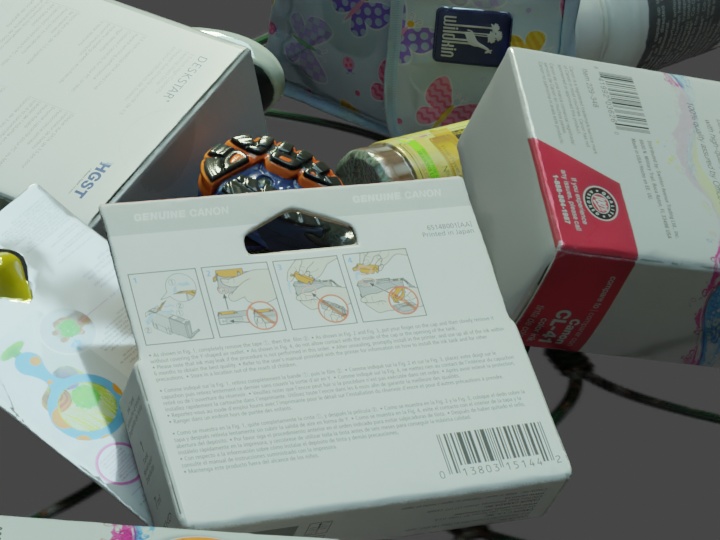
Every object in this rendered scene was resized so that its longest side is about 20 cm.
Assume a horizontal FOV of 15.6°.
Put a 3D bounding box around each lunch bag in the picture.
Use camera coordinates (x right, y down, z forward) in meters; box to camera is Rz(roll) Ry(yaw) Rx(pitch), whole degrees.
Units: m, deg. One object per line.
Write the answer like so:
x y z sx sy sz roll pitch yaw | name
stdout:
0.045 -0.170 1.629 0.199 0.170 0.127 25 32 30 | lunch bag

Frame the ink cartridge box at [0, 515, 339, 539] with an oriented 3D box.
-0.104 0.187 0.960 0.199 0.145 0.146 4 28 -6 | ink cartridge box

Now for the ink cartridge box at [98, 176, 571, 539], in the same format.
-0.018 0.045 1.267 0.199 0.045 0.177 -5 59 -23 | ink cartridge box

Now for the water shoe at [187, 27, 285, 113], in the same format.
-0.145 -0.096 1.579 0.199 0.072 0.079 0 45 3 | water shoe

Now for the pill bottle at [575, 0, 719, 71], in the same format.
0.170 -0.182 1.738 0.113 0.114 0.200 28 35 35 | pill bottle

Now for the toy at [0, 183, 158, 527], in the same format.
-0.125 0.055 1.284 0.200 0.047 0.115 39 53 11 | toy

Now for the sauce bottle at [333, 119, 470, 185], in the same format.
0.078 -0.061 1.545 0.199 0.065 0.065 -17 36 -35 | sauce bottle

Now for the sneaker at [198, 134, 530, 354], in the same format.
0.000 0.000 1.410 0.199 0.079 0.075 28 43 4 | sneaker

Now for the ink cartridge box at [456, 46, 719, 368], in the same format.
0.165 -0.029 1.407 0.199 0.086 0.148 9 46 -22 | ink cartridge box

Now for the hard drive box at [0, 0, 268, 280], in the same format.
-0.177 -0.078 1.458 0.199 0.077 0.156 22 54 27 | hard drive box
